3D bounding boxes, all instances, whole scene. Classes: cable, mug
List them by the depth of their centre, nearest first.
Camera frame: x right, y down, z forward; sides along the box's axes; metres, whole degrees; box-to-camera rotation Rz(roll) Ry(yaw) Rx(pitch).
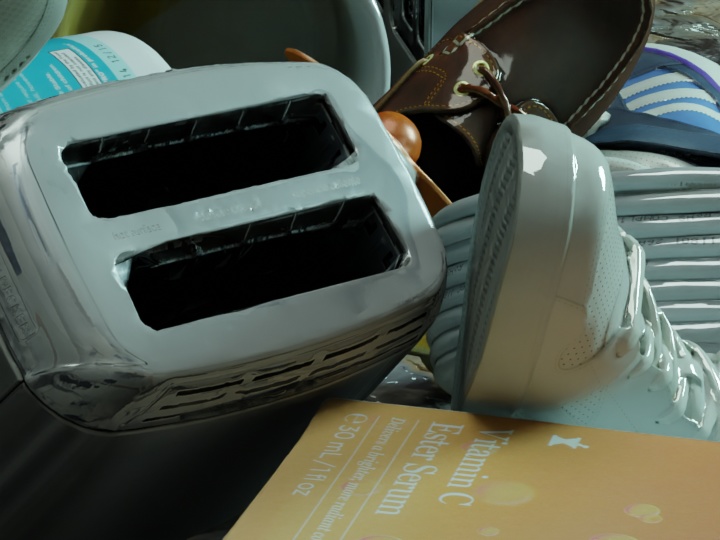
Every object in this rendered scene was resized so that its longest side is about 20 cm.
[{"bbox_3d":[0.116,0.015,1.007,0.199,0.070,0.200,3,-12,-11],"label":"cable"},{"bbox_3d":[-0.063,-0.117,1.353,0.148,0.188,0.153,-8,10,2],"label":"mug"}]

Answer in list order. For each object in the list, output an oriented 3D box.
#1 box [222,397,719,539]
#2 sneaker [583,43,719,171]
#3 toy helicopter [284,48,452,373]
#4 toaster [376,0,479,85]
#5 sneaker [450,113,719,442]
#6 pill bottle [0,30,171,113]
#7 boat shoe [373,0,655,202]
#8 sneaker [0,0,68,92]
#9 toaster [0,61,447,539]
[{"bbox_3d":[0.064,0.117,0.774,0.199,0.107,0.152,5,19,13],"label":"box"},{"bbox_3d":[0.104,-0.043,1.276,0.146,0.081,0.200,-7,26,-35],"label":"sneaker"},{"bbox_3d":[0.000,0.000,1.077,0.079,0.133,0.200,29,9,39],"label":"toy helicopter"},{"bbox_3d":[0.070,-0.178,1.527,0.118,0.201,0.181,-5,28,-11],"label":"toaster"},{"bbox_3d":[0.086,0.025,0.869,0.115,0.200,0.074,6,58,2],"label":"sneaker"},{"bbox_3d":[-0.166,-0.028,1.170,0.199,0.111,0.111,-13,24,-38],"label":"pill bottle"},{"bbox_3d":[0.042,-0.055,1.208,0.200,0.070,0.070,-43,6,6],"label":"boat shoe"},{"bbox_3d":[-0.186,-0.065,1.010,0.199,0.076,0.092,-24,13,-15],"label":"sneaker"},{"bbox_3d":[-0.063,0.013,0.876,0.199,0.114,0.129,-12,-20,-39],"label":"toaster"}]
